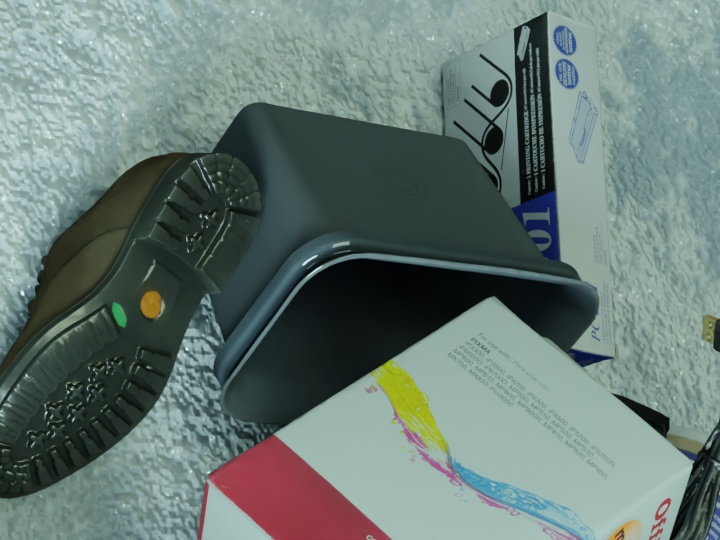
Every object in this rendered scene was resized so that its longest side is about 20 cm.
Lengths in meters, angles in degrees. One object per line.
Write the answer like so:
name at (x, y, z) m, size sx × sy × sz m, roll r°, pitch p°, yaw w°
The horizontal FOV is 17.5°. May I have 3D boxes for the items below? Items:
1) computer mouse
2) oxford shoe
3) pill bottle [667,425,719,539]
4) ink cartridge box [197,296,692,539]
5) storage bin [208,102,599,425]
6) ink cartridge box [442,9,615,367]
computer mouse at (0.141, 0.076, 1.255) m, size 0.046 × 0.200 × 0.141 m, roll 36°, pitch 82°, yaw -25°
oxford shoe at (-0.132, 0.026, 1.145) m, size 0.200 × 0.084 × 0.073 m, roll -53°, pitch 126°, yaw -20°
pill bottle at (0.148, 0.188, 1.291) m, size 0.116 × 0.115 × 0.200 m, roll 52°, pitch 48°, yaw -13°
ink cartridge box at (0.037, 0.140, 1.139) m, size 0.200 × 0.146 × 0.145 m, roll -31°, pitch 58°, yaw -33°
storage bin at (0.000, 0.000, 1.233) m, size 0.199 × 0.146 × 0.135 m, roll 8°, pitch 42°, yaw -38°
ink cartridge box at (0.095, -0.038, 1.342) m, size 0.044 × 0.094 × 0.201 m, roll 13°, pitch 66°, yaw -37°
